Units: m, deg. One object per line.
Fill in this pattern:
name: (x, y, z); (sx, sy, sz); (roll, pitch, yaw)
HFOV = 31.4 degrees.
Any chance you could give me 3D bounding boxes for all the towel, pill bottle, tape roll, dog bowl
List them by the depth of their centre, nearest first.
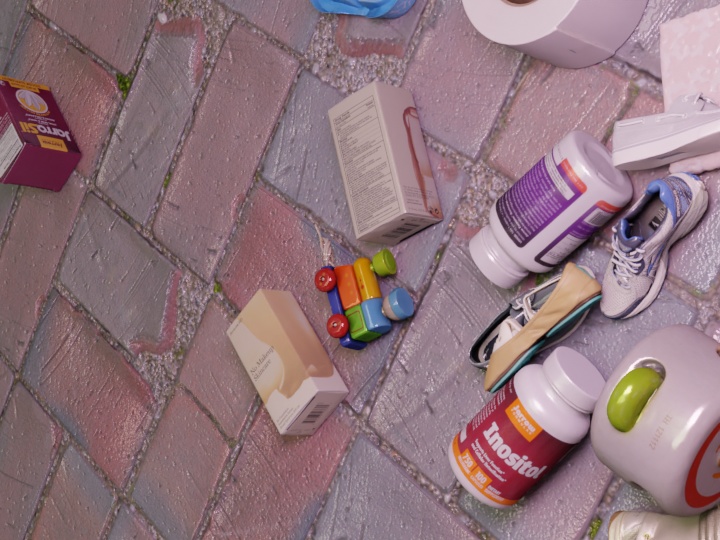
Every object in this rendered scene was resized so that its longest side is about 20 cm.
towel: (0.438, -0.218, 1.468); (0.199, 0.032, 0.194); (-12, 77, 43)
pill bottle: (0.207, 0.190, 1.573); (0.200, 0.112, 0.113); (-50, 55, 26)
pill bottle: (0.230, -0.069, 1.588); (0.200, 0.111, 0.112); (-43, 58, 29)
tape roll: (0.242, -0.365, 1.596); (0.201, 0.138, 0.206); (-6, 81, 41)
dog bowl: (0.008, -0.425, 1.881); (0.199, 0.049, 0.113); (16, 95, 43)

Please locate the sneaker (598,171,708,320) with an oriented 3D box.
sneaker: (0.323, -0.030, 1.507); (0.077, 0.085, 0.202); (43, 121, 37)

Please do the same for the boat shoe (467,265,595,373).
boat shoe: (0.214, 0.065, 1.618); (0.200, 0.061, 0.073); (-43, 57, 30)

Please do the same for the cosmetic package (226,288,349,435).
cosmetic package: (-0.111, 0.135, 1.900); (0.105, 0.071, 0.201); (-51, 54, 26)

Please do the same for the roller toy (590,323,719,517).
roller toy: (0.357, 0.165, 1.395); (0.139, 0.199, 0.184); (37, 144, 39)

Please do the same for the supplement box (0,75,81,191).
supplement box: (-0.626, -0.257, 2.386); (0.103, 0.130, 0.201); (-49, 56, 26)

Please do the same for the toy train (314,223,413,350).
toy train: (0.000, 0.000, 1.816); (0.115, 0.084, 0.202); (-26, 67, 26)

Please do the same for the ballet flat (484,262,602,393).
ballet flat: (0.211, 0.068, 1.573); (0.200, 0.068, 0.063); (-45, 76, 21)

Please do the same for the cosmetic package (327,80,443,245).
cosmetic package: (0.034, -0.148, 1.794); (0.103, 0.087, 0.202); (-26, 69, 39)

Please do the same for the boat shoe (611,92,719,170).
boat shoe: (0.373, -0.167, 1.464); (0.199, 0.071, 0.069); (-17, 74, 51)

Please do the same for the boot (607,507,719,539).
boot: (0.362, 0.369, 1.439); (0.153, 0.072, 0.203); (-13, 76, 38)
